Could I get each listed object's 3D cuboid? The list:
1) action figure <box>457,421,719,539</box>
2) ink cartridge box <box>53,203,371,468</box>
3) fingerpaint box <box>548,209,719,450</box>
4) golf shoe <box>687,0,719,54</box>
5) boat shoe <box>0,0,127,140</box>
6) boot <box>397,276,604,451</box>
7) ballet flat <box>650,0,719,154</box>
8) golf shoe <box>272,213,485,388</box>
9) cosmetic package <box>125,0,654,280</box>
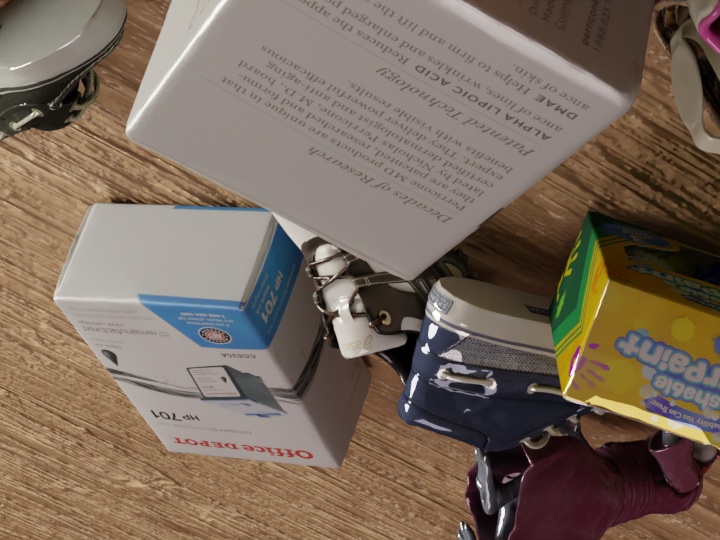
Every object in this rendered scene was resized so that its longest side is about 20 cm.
[{"bbox_3d":[0.169,0.145,1.183,0.199,0.150,0.134,-8,165,-20],"label":"action figure"},{"bbox_3d":[-0.096,0.046,1.225,0.145,0.086,0.200,2,144,24],"label":"ink cartridge box"},{"bbox_3d":[0.212,0.045,0.991,0.199,0.167,0.074,19,105,-1],"label":"fingerpaint box"},{"bbox_3d":[0.232,-0.137,0.767,0.199,0.092,0.075,-6,141,31],"label":"golf shoe"},{"bbox_3d":[-0.183,-0.118,1.035,0.064,0.071,0.199,38,151,-29],"label":"boat shoe"},{"bbox_3d":[0.122,0.070,1.108,0.199,0.073,0.091,15,108,-15],"label":"boot"},{"bbox_3d":[0.190,-0.052,0.827,0.067,0.201,0.068,-14,155,-26],"label":"ballet flat"},{"bbox_3d":[0.000,0.000,1.097,0.200,0.095,0.078,39,144,-28],"label":"golf shoe"},{"bbox_3d":[0.019,-0.130,0.814,0.164,0.166,0.200,27,149,-15],"label":"cosmetic package"}]
